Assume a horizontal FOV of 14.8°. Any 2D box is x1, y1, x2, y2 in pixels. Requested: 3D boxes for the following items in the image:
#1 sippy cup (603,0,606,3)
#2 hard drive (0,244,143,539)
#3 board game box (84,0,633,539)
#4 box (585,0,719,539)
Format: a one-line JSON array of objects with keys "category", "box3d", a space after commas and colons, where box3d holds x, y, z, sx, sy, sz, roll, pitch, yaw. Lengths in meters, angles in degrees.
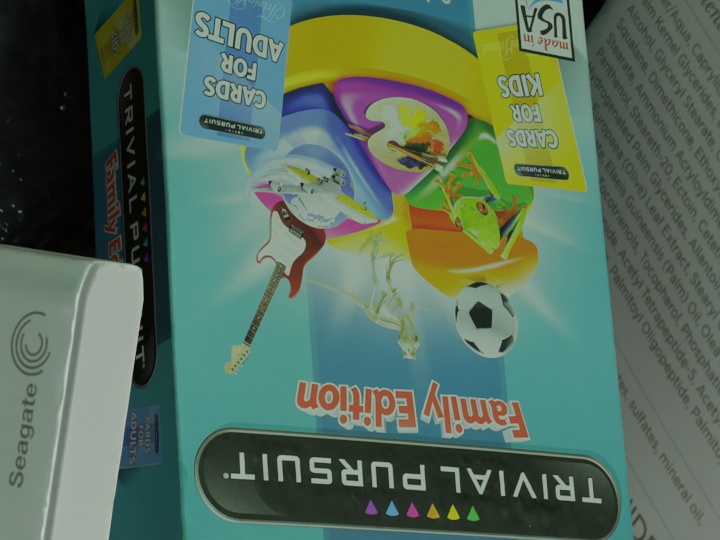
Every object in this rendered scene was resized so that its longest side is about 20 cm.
[{"category": "sippy cup", "box3d": [0.142, -0.142, 0.955, 0.130, 0.140, 0.178, -28, 85, -15]}, {"category": "hard drive", "box3d": [-0.150, 0.052, 0.746, 0.027, 0.199, 0.133, 9, 89, -55]}, {"category": "board game box", "box3d": [0.000, 0.000, 0.791, 0.150, 0.047, 0.201, 6, 70, -32]}, {"category": "box", "box3d": [0.175, 0.006, 0.886, 0.198, 0.200, 0.172, 5, 133, -37]}]
